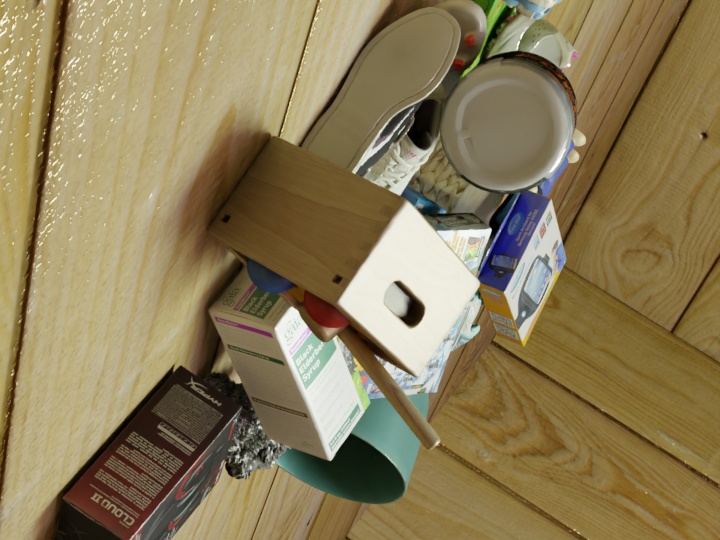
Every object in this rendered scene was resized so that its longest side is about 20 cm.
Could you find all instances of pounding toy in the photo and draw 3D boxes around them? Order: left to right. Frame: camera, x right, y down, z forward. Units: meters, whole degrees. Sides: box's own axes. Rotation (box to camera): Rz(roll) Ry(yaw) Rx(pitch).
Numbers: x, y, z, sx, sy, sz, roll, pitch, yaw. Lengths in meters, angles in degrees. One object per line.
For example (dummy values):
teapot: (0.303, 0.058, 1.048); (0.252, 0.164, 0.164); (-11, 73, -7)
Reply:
pounding toy: (-0.004, 0.020, 1.410); (0.142, 0.184, 0.200); (-55, 142, -8)

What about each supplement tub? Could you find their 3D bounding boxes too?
supplement tub: (0.145, -0.146, 1.601); (0.123, 0.122, 0.200); (-60, 178, 15)

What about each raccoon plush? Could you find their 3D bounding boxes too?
raccoon plush: (-0.090, 0.129, 1.708); (0.200, 0.097, 0.134); (-30, 162, -16)

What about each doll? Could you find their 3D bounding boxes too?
doll: (0.185, -0.074, 1.907); (0.200, 0.048, 0.136); (-53, 168, -25)

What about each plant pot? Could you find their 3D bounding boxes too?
plant pot: (-0.009, 0.161, 2.024); (0.201, 0.200, 0.161); (105, 9, -60)

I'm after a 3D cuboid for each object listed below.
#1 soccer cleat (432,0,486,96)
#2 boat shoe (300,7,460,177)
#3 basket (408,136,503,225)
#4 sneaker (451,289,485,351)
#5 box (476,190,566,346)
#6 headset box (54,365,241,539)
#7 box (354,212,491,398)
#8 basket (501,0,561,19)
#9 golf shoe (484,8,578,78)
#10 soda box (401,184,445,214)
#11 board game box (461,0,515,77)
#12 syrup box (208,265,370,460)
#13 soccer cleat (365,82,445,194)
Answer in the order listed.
soccer cleat: (0.076, -0.211, 1.651); (0.078, 0.069, 0.200); (-57, 178, -35)
boat shoe: (0.019, -0.150, 1.521); (0.200, 0.074, 0.060); (-54, 170, 0)
basket: (0.076, -0.064, 1.911); (0.136, 0.123, 0.200); (-47, 166, -48)
sneaker: (0.091, 0.019, 1.828); (0.086, 0.078, 0.200); (-21, 147, -10)
box: (0.178, -0.005, 1.845); (0.119, 0.041, 0.200); (-63, 161, -14)
headset box: (-0.203, 0.208, 1.539); (0.200, 0.075, 0.149); (-50, 168, -37)
box: (0.043, 0.037, 1.709); (0.137, 0.040, 0.200); (-3, 121, -37)
basket: (0.195, -0.349, 1.561); (0.176, 0.139, 0.200); (-47, 165, -46)
golf shoe: (0.165, -0.188, 1.782); (0.075, 0.091, 0.200); (-52, 171, -37)
soda box: (0.000, 0.000, 1.738); (0.200, 0.068, 0.064); (-58, 150, 7)
board game box: (0.121, -0.262, 1.738); (0.102, 0.048, 0.200); (-49, 167, -44)
syrup box: (-0.065, 0.083, 1.593); (0.079, 0.081, 0.200); (-54, 145, -31)
soccer cleat: (0.031, -0.116, 1.616); (0.070, 0.086, 0.200); (-3, 134, -23)
